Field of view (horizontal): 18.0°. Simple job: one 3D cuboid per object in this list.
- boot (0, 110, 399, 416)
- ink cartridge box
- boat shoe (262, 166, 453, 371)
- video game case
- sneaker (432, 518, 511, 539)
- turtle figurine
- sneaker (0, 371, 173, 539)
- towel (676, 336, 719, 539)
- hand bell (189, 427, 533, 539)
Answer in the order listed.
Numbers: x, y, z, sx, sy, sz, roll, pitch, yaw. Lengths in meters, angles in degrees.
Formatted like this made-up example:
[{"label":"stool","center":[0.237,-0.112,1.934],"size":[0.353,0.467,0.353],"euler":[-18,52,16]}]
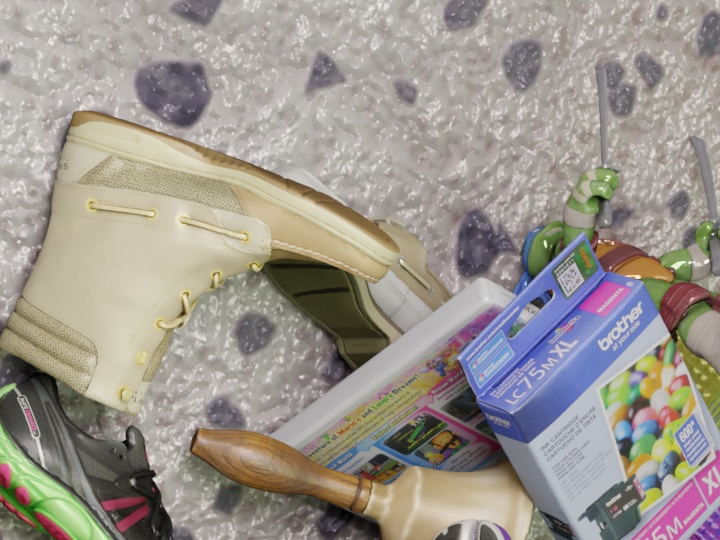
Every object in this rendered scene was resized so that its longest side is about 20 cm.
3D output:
[{"label":"boot","center":[-0.092,0.012,1.278],"size":[0.200,0.073,0.156],"euler":[20,92,3]},{"label":"ink cartridge box","center":[0.144,0.090,1.350],"size":[0.119,0.042,0.200],"euler":[-42,120,-20]},{"label":"boat shoe","center":[0.000,0.000,1.391],"size":[0.200,0.075,0.068],"euler":[55,54,-37]},{"label":"video game case","center":[0.067,0.097,1.412],"size":[0.182,0.024,0.200],"euler":[29,127,-36]},{"label":"sneaker","center":[0.086,0.240,1.336],"size":[0.083,0.081,0.200],"euler":[-19,100,-49]},{"label":"turtle figurine","center":[0.199,-0.022,1.432],"size":[0.200,0.194,0.144],"euler":[-44,142,-14]},{"label":"sneaker","center":[-0.137,0.137,1.307],"size":[0.200,0.077,0.084],"euler":[48,63,-17]},{"label":"towel","center":[0.246,0.118,1.564],"size":[0.200,0.023,0.144],"euler":[42,74,-5]},{"label":"hand bell","center":[-0.007,0.133,1.372],"size":[0.200,0.104,0.104],"euler":[19,91,-13]}]
